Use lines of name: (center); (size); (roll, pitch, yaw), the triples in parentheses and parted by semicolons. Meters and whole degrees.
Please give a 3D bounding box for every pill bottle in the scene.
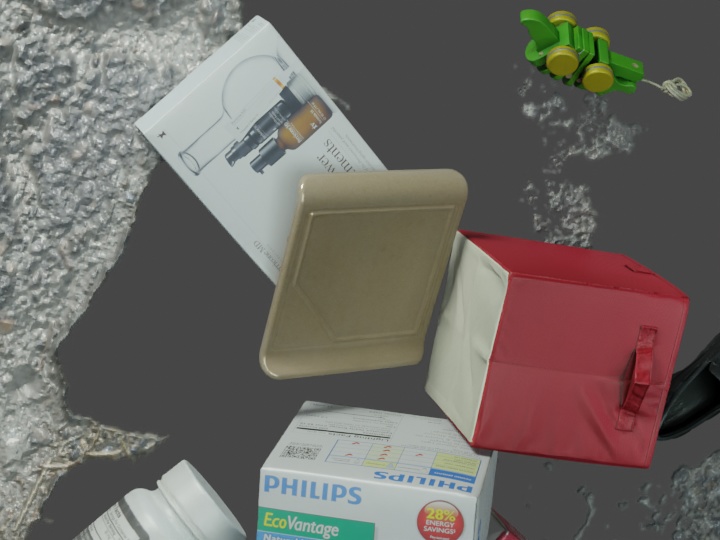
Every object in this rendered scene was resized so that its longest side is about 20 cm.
pill bottle: (-0.211, 0.275, 1.538); (0.200, 0.113, 0.113); (-39, 113, -5)

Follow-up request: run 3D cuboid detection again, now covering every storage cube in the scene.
storage cube: (0.180, 0.071, 1.572); (0.179, 0.200, 0.172); (8, 103, -15)

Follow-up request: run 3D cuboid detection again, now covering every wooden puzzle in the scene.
wooden puzzle: (0.000, 0.000, 1.544); (0.184, 0.037, 0.201); (-4, 118, -34)

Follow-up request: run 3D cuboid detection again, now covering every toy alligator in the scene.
toy alligator: (0.224, -0.192, 1.592); (0.199, 0.059, 0.054); (22, 139, -24)

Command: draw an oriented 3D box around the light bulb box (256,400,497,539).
light bulb box: (0.018, 0.216, 1.518); (0.197, 0.200, 0.125); (7, 104, 9)

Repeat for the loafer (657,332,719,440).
loafer: (0.369, 0.115, 1.714); (0.200, 0.070, 0.068); (-32, 113, -8)

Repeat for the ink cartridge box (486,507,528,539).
ink cartridge box: (0.153, 0.356, 1.701); (0.200, 0.086, 0.148); (41, 89, -23)

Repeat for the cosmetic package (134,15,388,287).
cosmetic package: (-0.083, -0.105, 1.510); (0.151, 0.052, 0.200); (-41, 114, -1)
